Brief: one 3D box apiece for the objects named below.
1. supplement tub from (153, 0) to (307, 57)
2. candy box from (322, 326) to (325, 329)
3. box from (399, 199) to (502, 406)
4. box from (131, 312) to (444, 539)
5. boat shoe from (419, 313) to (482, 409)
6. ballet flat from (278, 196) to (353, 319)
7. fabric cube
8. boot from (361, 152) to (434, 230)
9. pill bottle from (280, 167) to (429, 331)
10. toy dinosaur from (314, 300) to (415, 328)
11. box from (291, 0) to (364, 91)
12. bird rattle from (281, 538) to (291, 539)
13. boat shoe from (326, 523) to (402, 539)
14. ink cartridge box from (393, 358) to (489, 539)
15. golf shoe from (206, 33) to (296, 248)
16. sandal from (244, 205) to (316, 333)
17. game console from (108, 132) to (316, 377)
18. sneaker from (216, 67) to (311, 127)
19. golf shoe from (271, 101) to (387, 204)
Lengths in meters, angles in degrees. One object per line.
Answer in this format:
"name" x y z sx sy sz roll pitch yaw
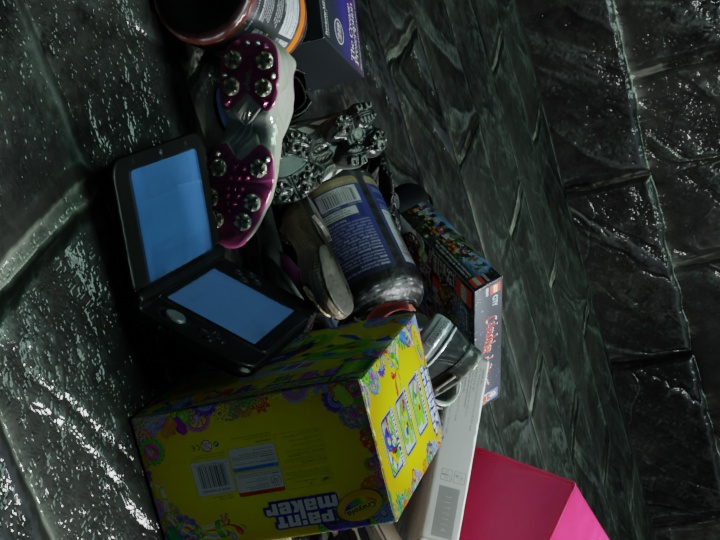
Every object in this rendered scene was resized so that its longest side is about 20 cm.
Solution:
"supplement tub" -0.118 -0.258 1.410 0.200 0.106 0.108 5 74 -73
"candy box" 0.030 0.117 1.692 0.169 0.076 0.202 -67 143 -62
"box" 0.097 0.040 1.553 0.137 0.037 0.201 48 -24 37
"box" -0.053 0.132 1.210 0.193 0.198 0.123 -43 120 -69
"boat shoe" 0.064 0.109 1.422 0.072 0.071 0.200 -50 177 -22
"ballet flat" -0.048 -0.009 1.387 0.068 0.046 0.201 58 6 -33
"fabric cube" 0.147 0.334 1.625 0.201 0.195 0.200 -61 147 -18
"boot" 0.034 -0.097 1.836 0.201 0.076 0.169 -71 150 -47
"pill bottle" 0.000 0.000 1.519 0.201 0.111 0.112 65 11 24
"toy dinosaur" -0.030 0.133 1.389 0.200 0.104 0.184 143 -48 -67
"box" -0.061 -0.332 1.686 0.141 0.078 0.202 26 55 -65
"bird rattle" -0.053 0.315 1.280 0.164 0.111 0.201 -105 176 -55
"boat shoe" -0.016 0.274 1.463 0.201 0.092 0.075 54 -22 39
"ink cartridge box" 0.077 0.205 1.515 0.176 0.044 0.202 122 -18 -67
"golf shoe" -0.097 -0.120 1.362 0.091 0.075 0.202 -16 120 -69
"sandal" -0.079 0.012 1.457 0.075 0.047 0.203 -28 105 -73
"game console" -0.121 -0.018 1.228 0.117 0.175 0.200 -66 171 18
"sneaker" -0.082 -0.183 1.518 0.200 0.077 0.071 -44 121 -69
"golf shoe" -0.069 -0.112 1.469 0.199 0.094 0.079 -19 97 -33
